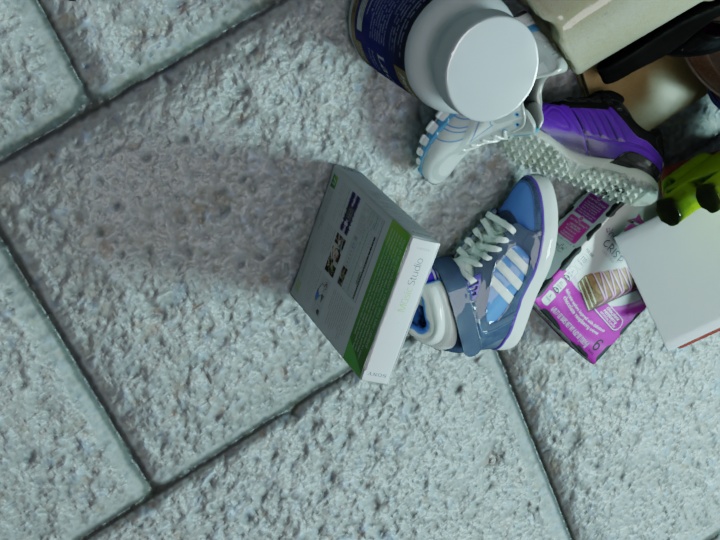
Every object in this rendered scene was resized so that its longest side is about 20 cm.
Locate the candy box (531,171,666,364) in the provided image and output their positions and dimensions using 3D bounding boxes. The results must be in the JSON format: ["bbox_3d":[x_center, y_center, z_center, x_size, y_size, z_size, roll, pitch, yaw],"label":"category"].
[{"bbox_3d":[0.276,-0.015,1.608,0.200,0.061,0.136,-48,126,0],"label":"candy box"}]

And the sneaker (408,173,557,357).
[{"bbox_3d":[0.115,-0.009,1.522,0.145,0.081,0.203,5,110,-27],"label":"sneaker"}]

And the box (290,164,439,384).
[{"bbox_3d":[0.000,0.000,1.397,0.036,0.200,0.146,12,108,-26],"label":"box"}]

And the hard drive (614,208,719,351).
[{"bbox_3d":[0.385,-0.018,1.533,0.198,0.025,0.133,-26,89,10],"label":"hard drive"}]

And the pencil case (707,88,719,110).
[{"bbox_3d":[0.466,-0.203,1.585,0.198,0.079,0.087,-2,158,-39],"label":"pencil case"}]

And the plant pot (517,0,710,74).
[{"bbox_3d":[0.241,-0.295,1.403,0.183,0.201,0.201,-38,124,7],"label":"plant pot"}]

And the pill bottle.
[{"bbox_3d":[0.075,-0.212,1.337,0.114,0.200,0.117,-10,117,-21],"label":"pill bottle"}]

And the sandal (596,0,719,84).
[{"bbox_3d":[0.334,-0.237,1.469,0.199,0.076,0.048,-28,107,25],"label":"sandal"}]

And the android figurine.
[{"bbox_3d":[0.387,-0.112,1.463,0.199,0.182,0.041,-35,96,-27],"label":"android figurine"}]

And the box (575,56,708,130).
[{"bbox_3d":[0.317,-0.239,1.551,0.199,0.021,0.165,-32,123,-10],"label":"box"}]

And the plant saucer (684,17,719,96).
[{"bbox_3d":[0.426,-0.253,1.494,0.201,0.200,0.037,-47,157,0],"label":"plant saucer"}]

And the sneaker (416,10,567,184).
[{"bbox_3d":[0.129,-0.149,1.427,0.075,0.087,0.201,-28,158,-54],"label":"sneaker"}]

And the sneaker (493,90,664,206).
[{"bbox_3d":[0.224,-0.147,1.506,0.198,0.070,0.101,24,69,-4],"label":"sneaker"}]

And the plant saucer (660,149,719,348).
[{"bbox_3d":[0.413,-0.033,1.620,0.198,0.036,0.203,-17,105,-39],"label":"plant saucer"}]
